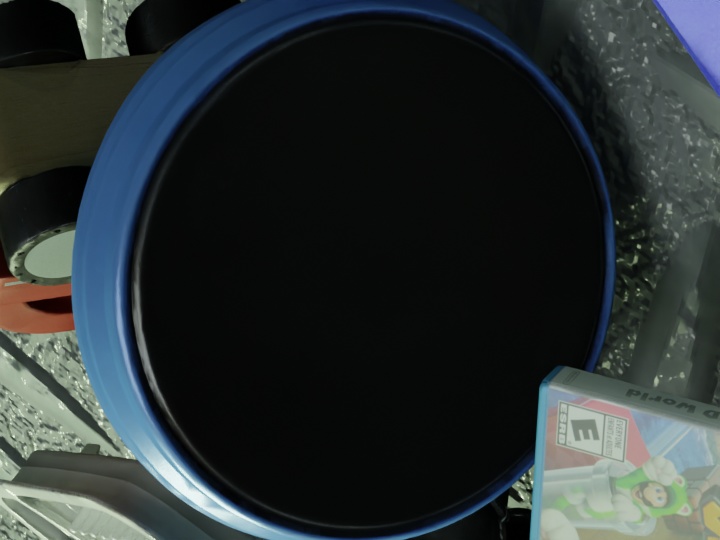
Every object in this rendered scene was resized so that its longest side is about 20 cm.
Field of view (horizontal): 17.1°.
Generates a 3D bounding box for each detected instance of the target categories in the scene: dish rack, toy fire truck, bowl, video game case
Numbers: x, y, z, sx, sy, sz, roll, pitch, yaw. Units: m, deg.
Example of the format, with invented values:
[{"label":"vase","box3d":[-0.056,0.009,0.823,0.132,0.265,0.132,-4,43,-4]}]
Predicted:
[{"label":"dish rack","box3d":[-0.060,0.125,0.985,0.171,0.044,0.200,40,164,-17]},{"label":"toy fire truck","box3d":[-0.084,-0.030,0.945,0.200,0.175,0.129,116,140,-57]},{"label":"bowl","box3d":[0.000,0.000,0.834,0.202,0.200,0.039,67,163,-16]},{"label":"video game case","box3d":[0.148,0.120,0.786,0.199,0.018,0.144,14,118,25]}]

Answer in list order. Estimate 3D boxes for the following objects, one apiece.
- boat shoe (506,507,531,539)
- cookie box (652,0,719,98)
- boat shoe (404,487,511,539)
[{"label":"boat shoe","box3d":[0.097,0.150,0.900,0.066,0.074,0.200,58,180,-32]},{"label":"cookie box","box3d":[0.203,-0.050,0.629,0.171,0.075,0.201,-34,92,35]},{"label":"boat shoe","box3d":[0.023,0.073,0.914,0.071,0.072,0.201,123,140,-48]}]
